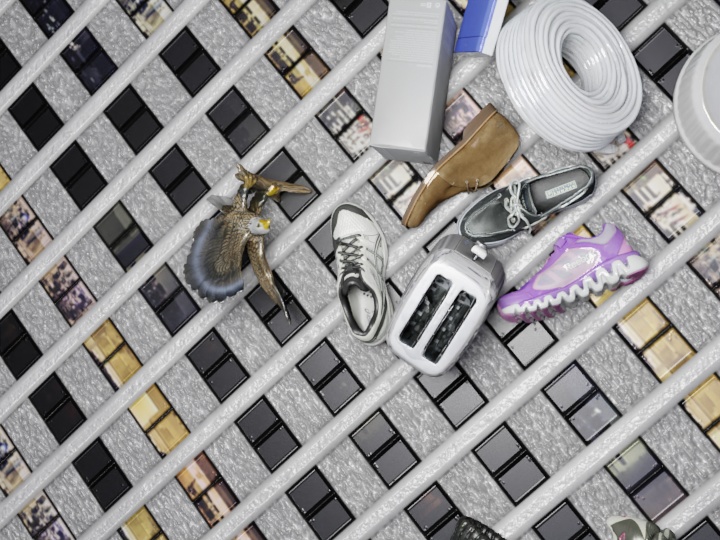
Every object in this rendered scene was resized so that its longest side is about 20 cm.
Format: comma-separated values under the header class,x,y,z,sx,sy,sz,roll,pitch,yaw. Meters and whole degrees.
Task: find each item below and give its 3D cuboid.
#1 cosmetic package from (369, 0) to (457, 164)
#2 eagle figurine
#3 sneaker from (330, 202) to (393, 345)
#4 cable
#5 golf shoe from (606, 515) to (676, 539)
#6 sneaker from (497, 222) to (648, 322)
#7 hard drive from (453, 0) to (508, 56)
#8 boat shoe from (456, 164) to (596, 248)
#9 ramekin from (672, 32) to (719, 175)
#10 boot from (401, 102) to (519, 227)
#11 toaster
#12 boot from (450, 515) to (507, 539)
class,x,y,z,sx,sy,sz,roll,pitch,yaw
cosmetic package,0.073,-0.252,1.184,0.088,0.107,0.204,11,87,14
eagle figurine,-0.155,-0.036,1.205,0.148,0.151,0.204,7,81,4
sneaker,0.000,0.000,1.196,0.074,0.088,0.204,-17,81,14
cable,0.263,-0.247,1.098,0.069,0.197,0.204,-29,72,54
golf shoe,0.331,0.410,1.099,0.087,0.077,0.204,16,88,35
sneaker,0.265,0.001,1.135,0.197,0.080,0.090,-23,74,7
hard drive,0.173,-0.382,1.138,0.025,0.132,0.204,13,101,-11
boat shoe,0.215,-0.085,1.153,0.196,0.068,0.075,-17,82,14
ramekin,0.492,-0.216,1.076,0.198,0.094,0.207,-1,86,14
boot,0.135,-0.125,1.181,0.075,0.074,0.201,42,95,3
toaster,0.103,0.052,1.131,0.113,0.129,0.202,34,101,5
boot,0.096,0.388,1.146,0.208,0.079,0.160,25,100,4
